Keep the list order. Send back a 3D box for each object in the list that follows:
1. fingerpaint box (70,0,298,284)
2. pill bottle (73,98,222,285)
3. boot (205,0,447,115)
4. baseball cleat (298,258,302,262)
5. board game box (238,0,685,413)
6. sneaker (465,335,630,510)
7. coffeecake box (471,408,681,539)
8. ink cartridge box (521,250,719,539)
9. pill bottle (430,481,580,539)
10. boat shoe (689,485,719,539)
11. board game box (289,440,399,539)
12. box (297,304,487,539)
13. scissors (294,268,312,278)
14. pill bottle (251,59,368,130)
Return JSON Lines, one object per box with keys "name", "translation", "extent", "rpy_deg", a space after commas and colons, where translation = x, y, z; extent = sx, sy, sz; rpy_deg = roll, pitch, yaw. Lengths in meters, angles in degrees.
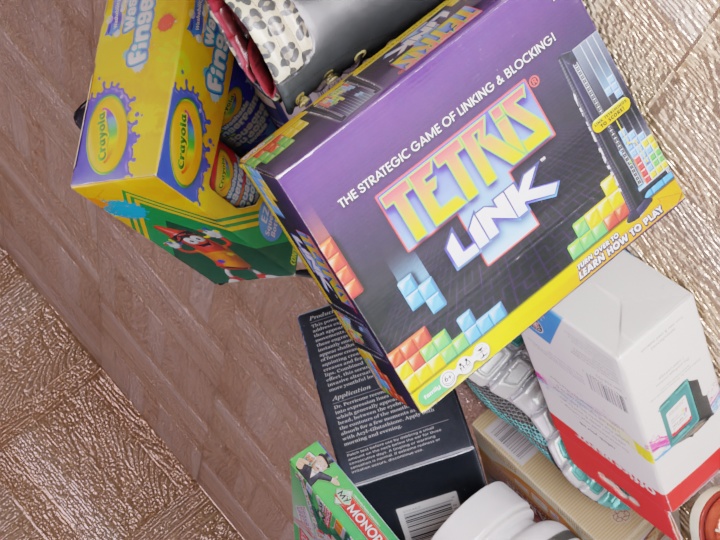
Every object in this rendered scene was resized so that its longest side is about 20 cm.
{"name": "fingerpaint box", "translation": [-0.098, -0.116, 1.405], "extent": [0.073, 0.201, 0.167], "rpy_deg": [-5, 155, 31]}
{"name": "pill bottle", "translation": [-0.152, -0.091, 1.888], "extent": [0.200, 0.112, 0.112], "rpy_deg": [52, 166, -5]}
{"name": "boot", "translation": [0.014, -0.128, 1.206], "extent": [0.204, 0.154, 0.073], "rpy_deg": [59, 164, -26]}
{"name": "baseball cleat", "translation": [-0.058, -0.072, 1.733], "extent": [0.106, 0.070, 0.201], "rpy_deg": [17, -143, -38]}
{"name": "board game box", "translation": [0.059, -0.049, 1.168], "extent": [0.166, 0.200, 0.057], "rpy_deg": [57, 166, -26]}
{"name": "sneaker", "translation": [0.131, 0.089, 1.525], "extent": [0.200, 0.078, 0.091], "rpy_deg": [47, 170, -10]}
{"name": "coffeecake box", "translation": [0.173, 0.190, 1.661], "extent": [0.153, 0.073, 0.200], "rpy_deg": [41, 163, 30]}
{"name": "ink cartridge box", "translation": [0.173, 0.074, 1.388], "extent": [0.116, 0.067, 0.201], "rpy_deg": [37, 160, 42]}
{"name": "pill bottle", "translation": [0.140, 0.255, 1.548], "extent": [0.200, 0.114, 0.114], "rpy_deg": [43, 164, 21]}
{"name": "boat shoe", "translation": [0.285, 0.222, 1.411], "extent": [0.062, 0.071, 0.200], "rpy_deg": [11, 140, 54]}
{"name": "board game box", "translation": [-0.002, 0.225, 1.637], "extent": [0.135, 0.029, 0.200], "rpy_deg": [50, 162, 22]}
{"name": "box", "translation": [0.033, 0.133, 1.718], "extent": [0.201, 0.106, 0.149], "rpy_deg": [-107, -1, -47]}
{"name": "scissors", "translation": [0.000, 0.000, 1.606], "extent": [0.199, 0.014, 0.073], "rpy_deg": [15, -143, -44]}
{"name": "pill bottle", "translation": [0.005, -0.097, 1.396], "extent": [0.111, 0.111, 0.201], "rpy_deg": [32, 156, 51]}
